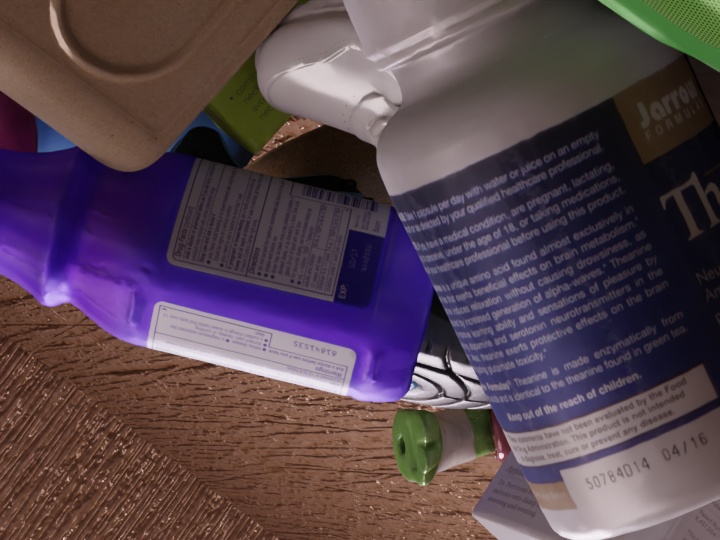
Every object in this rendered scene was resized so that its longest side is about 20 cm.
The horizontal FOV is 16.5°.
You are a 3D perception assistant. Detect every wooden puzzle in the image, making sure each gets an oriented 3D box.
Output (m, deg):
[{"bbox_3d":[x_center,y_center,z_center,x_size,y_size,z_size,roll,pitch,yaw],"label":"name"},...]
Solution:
[{"bbox_3d":[-0.090,-0.156,0.908,0.185,0.200,0.046,37,-164,-31],"label":"wooden puzzle"}]

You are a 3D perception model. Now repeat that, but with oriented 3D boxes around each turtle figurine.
[{"bbox_3d":[0.120,0.046,1.136,0.200,0.193,0.144,-115,26,-50],"label":"turtle figurine"}]

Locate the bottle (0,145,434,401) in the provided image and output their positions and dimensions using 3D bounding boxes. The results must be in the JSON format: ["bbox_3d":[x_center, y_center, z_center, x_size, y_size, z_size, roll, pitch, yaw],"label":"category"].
[{"bbox_3d":[-0.069,-0.006,0.989,0.199,0.084,0.065,13,128,-1],"label":"bottle"}]

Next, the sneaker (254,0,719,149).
[{"bbox_3d":[0.047,-0.046,0.933,0.199,0.100,0.078,12,162,17],"label":"sneaker"}]

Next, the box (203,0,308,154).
[{"bbox_3d":[-0.070,-0.156,0.979,0.200,0.122,0.048,44,176,-33],"label":"box"}]

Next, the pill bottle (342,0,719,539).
[{"bbox_3d":[0.073,-0.020,0.840,0.200,0.111,0.111,64,163,-5],"label":"pill bottle"}]

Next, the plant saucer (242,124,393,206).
[{"bbox_3d":[0.011,-0.007,1.179,0.200,0.200,0.036,59,-169,-60],"label":"plant saucer"}]

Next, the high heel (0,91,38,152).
[{"bbox_3d":[-0.176,-0.082,1.012,0.067,0.201,0.096,20,-156,17],"label":"high heel"}]

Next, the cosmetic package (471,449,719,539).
[{"bbox_3d":[0.147,0.044,0.967,0.085,0.200,0.107,44,165,-32],"label":"cosmetic package"}]

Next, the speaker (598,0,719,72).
[{"bbox_3d":[0.083,-0.133,0.766,0.200,0.089,0.088,35,167,2],"label":"speaker"}]

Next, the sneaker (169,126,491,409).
[{"bbox_3d":[0.000,0.000,1.070,0.199,0.082,0.073,20,156,-9],"label":"sneaker"}]

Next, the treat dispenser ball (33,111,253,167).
[{"bbox_3d":[-0.136,-0.104,1.157,0.201,0.201,0.201,33,167,9],"label":"treat dispenser ball"}]
